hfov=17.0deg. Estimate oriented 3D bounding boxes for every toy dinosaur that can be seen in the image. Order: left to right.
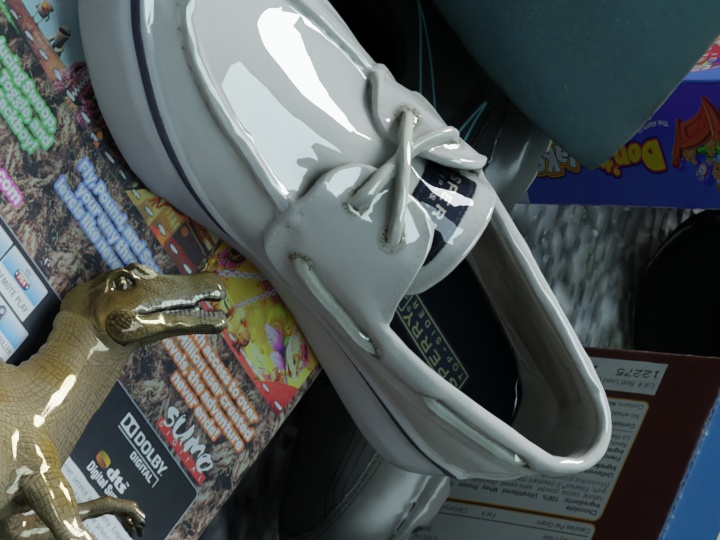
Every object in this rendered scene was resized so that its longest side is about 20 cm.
[{"bbox_3d":[-0.104,0.053,0.535,0.199,0.058,0.102,-19,92,-50],"label":"toy dinosaur"}]

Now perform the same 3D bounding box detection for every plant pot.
[{"bbox_3d":[0.072,-0.150,0.708,0.134,0.200,0.201,35,62,-2],"label":"plant pot"}]

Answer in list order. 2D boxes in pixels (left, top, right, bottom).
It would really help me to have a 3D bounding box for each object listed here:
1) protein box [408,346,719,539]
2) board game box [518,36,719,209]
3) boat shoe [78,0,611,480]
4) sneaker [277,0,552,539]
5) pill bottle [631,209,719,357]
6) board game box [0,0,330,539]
[{"bbox_3d":[0.080,0.161,0.801,0.199,0.134,0.201,46,60,-38],"label":"protein box"},{"bbox_3d":[0.153,-0.079,0.864,0.200,0.134,0.045,-30,114,-41],"label":"board game box"},{"bbox_3d":[0.003,-0.015,0.620,0.072,0.065,0.201,-52,127,-30],"label":"boat shoe"},{"bbox_3d":[0.000,0.000,0.766,0.079,0.075,0.201,30,63,-31],"label":"sneaker"},{"bbox_3d":[0.206,0.009,0.941,0.199,0.111,0.113,-18,106,-44],"label":"pill bottle"},{"bbox_3d":[-0.094,-0.012,0.636,0.200,0.096,0.160,-53,127,-30],"label":"board game box"}]
